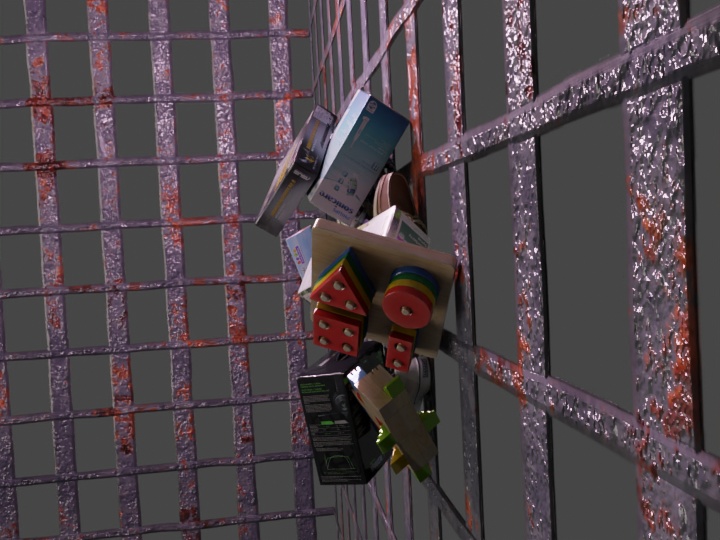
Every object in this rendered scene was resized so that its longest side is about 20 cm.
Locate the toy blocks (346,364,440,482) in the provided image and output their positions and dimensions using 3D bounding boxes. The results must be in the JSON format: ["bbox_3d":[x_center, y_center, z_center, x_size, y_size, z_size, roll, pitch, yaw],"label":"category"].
[{"bbox_3d":[0.040,0.212,1.205,0.136,0.099,0.202,38,160,52],"label":"toy blocks"}]

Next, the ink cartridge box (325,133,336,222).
[{"bbox_3d":[-0.030,-0.177,1.570,0.199,0.040,0.204,-32,-51,-52],"label":"ink cartridge box"}]

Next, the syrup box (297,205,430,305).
[{"bbox_3d":[0.004,-0.005,1.147,0.199,0.078,0.082,-29,31,42],"label":"syrup box"}]

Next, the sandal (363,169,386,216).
[{"bbox_3d":[0.017,-0.171,1.527,0.054,0.080,0.204,33,131,56],"label":"sandal"}]

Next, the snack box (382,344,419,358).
[{"bbox_3d":[0.057,0.101,1.378,0.200,0.024,0.074,-153,62,-70],"label":"snack box"}]

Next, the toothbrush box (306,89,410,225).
[{"bbox_3d":[-0.012,-0.196,1.342,0.202,0.084,0.147,-58,16,8],"label":"toothbrush box"}]

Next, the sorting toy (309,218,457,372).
[{"bbox_3d":[0.018,0.047,1.079,0.201,0.196,0.070,95,-165,-48],"label":"sorting toy"}]

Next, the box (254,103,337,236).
[{"bbox_3d":[-0.113,-0.181,1.405,0.159,0.048,0.202,-50,17,39],"label":"box"}]

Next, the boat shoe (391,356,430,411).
[{"bbox_3d":[0.069,0.198,1.302,0.201,0.064,0.074,105,160,-67],"label":"boat shoe"}]

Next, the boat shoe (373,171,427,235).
[{"bbox_3d":[0.072,-0.052,1.203,0.073,0.074,0.205,-18,76,51],"label":"boat shoe"}]

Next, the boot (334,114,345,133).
[{"bbox_3d":[-0.026,-0.216,1.461,0.202,0.075,0.074,-58,-9,7],"label":"boot"}]

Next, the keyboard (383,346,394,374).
[{"bbox_3d":[0.067,0.097,1.463,0.103,0.039,0.205,-14,77,59],"label":"keyboard"}]

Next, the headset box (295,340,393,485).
[{"bbox_3d":[-0.016,0.228,1.327,0.174,0.091,0.205,-28,-72,-63],"label":"headset box"}]

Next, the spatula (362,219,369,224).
[{"bbox_3d":[0.000,0.000,1.427,0.057,0.020,0.202,58,150,38],"label":"spatula"}]

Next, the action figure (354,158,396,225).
[{"bbox_3d":[0.028,-0.138,1.405,0.200,0.068,0.133,-139,61,-68],"label":"action figure"}]

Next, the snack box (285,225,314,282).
[{"bbox_3d":[-0.059,0.010,1.585,0.171,0.067,0.199,67,-165,13],"label":"snack box"}]

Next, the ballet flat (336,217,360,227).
[{"bbox_3d":[-0.001,-0.043,1.505,0.063,0.075,0.205,-10,88,51],"label":"ballet flat"}]
